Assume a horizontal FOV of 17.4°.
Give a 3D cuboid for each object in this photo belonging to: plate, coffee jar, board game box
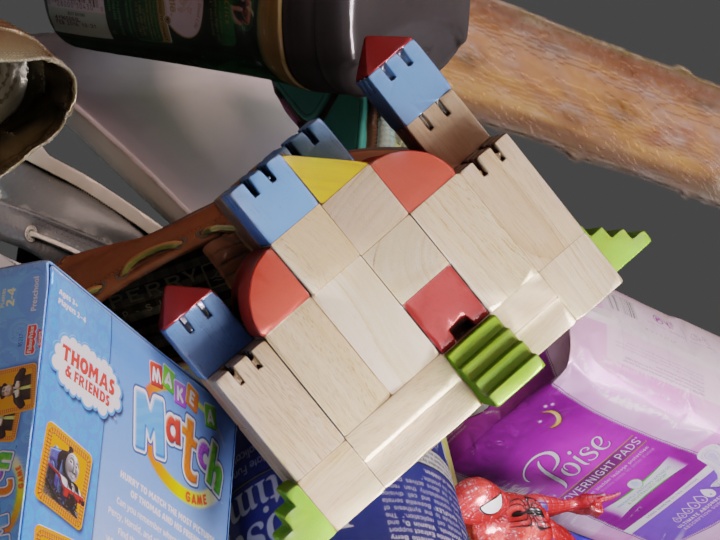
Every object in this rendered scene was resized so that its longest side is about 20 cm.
[{"bbox_3d":[-0.053,-0.054,1.169,0.199,0.032,0.200,42,30,26],"label":"plate"},{"bbox_3d":[-0.049,-0.136,1.105,0.199,0.086,0.104,14,20,37],"label":"coffee jar"},{"bbox_3d":[-0.100,0.119,0.882,0.151,0.036,0.201,45,43,-53],"label":"board game box"}]

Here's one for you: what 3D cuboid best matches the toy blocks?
[{"bbox_3d":[0.000,0.000,0.927,0.137,0.200,0.100,50,-9,-7],"label":"toy blocks"}]

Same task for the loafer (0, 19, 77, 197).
[{"bbox_3d":[-0.181,-0.050,0.920,0.067,0.076,0.200,7,35,26],"label":"loafer"}]

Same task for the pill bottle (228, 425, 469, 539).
[{"bbox_3d":[-0.004,0.140,0.991,0.112,0.112,0.201,15,44,-34],"label":"pill bottle"}]

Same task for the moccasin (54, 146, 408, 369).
[{"bbox_3d":[-0.047,0.002,1.001,0.078,0.200,0.074,-88,163,-62],"label":"moccasin"}]

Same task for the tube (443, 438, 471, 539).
[{"bbox_3d":[0.022,0.096,1.117,0.058,0.052,0.201,-6,59,-14],"label":"tube"}]

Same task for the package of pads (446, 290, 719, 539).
[{"bbox_3d":[0.140,0.081,1.182,0.199,0.121,0.076,23,41,-27],"label":"package of pads"}]

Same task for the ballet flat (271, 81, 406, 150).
[{"bbox_3d":[0.003,-0.069,1.144,0.071,0.069,0.200,21,23,-24],"label":"ballet flat"}]

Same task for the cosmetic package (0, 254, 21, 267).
[{"bbox_3d":[-0.181,0.076,0.912,0.113,0.081,0.200,39,35,-7],"label":"cosmetic package"}]

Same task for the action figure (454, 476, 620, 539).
[{"bbox_3d":[0.104,0.138,1.103,0.200,0.052,0.066,31,30,-43],"label":"action figure"}]

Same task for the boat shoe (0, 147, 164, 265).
[{"bbox_3d":[-0.141,-0.017,1.075,0.200,0.062,0.073,34,-6,-29],"label":"boat shoe"}]
